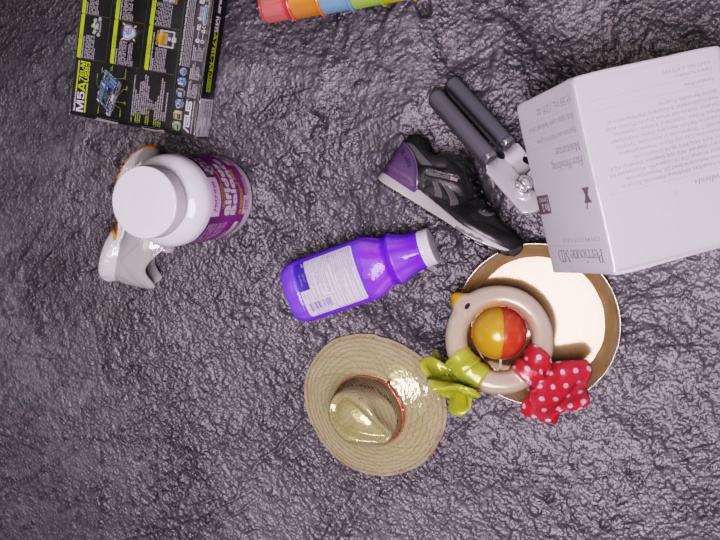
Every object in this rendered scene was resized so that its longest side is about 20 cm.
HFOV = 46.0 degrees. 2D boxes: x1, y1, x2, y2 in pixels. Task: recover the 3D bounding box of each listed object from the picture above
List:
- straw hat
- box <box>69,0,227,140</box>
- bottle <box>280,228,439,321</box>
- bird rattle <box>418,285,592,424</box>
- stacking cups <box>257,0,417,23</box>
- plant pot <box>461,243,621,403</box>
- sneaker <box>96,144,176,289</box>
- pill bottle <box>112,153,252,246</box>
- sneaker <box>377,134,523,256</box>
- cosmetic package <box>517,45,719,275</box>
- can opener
[{"bbox_3d":[0.006,0.183,1.084,0.200,0.085,0.202,2,97,15],"label":"straw hat"},{"bbox_3d":[-0.283,-0.288,1.124,0.192,0.047,0.201,12,101,16],"label":"box"},{"bbox_3d":[0.000,0.000,1.073,0.199,0.065,0.084,-20,92,16],"label":"bottle"},{"bbox_3d":[0.170,0.098,1.000,0.199,0.113,0.164,-2,80,12],"label":"bird rattle"},{"bbox_3d":[-0.031,-0.344,1.040,0.199,0.060,0.061,-5,96,15],"label":"stacking cups"},{"bbox_3d":[0.217,0.065,1.044,0.199,0.027,0.201,2,98,15],"label":"plant pot"},{"bbox_3d":[-0.285,-0.069,1.145,0.091,0.076,0.201,19,109,4],"label":"sneaker"},{"bbox_3d":[-0.219,-0.088,1.051,0.112,0.200,0.113,2,98,15],"label":"pill bottle"},{"bbox_3d":[0.119,-0.095,1.018,0.200,0.076,0.088,34,98,17],"label":"sneaker"},{"bbox_3d":[0.288,-0.110,0.907,0.164,0.165,0.201,-13,92,-8],"label":"cosmetic package"},{"bbox_3d":[0.157,-0.144,1.017,0.053,0.066,0.200,-37,78,-5],"label":"can opener"}]
